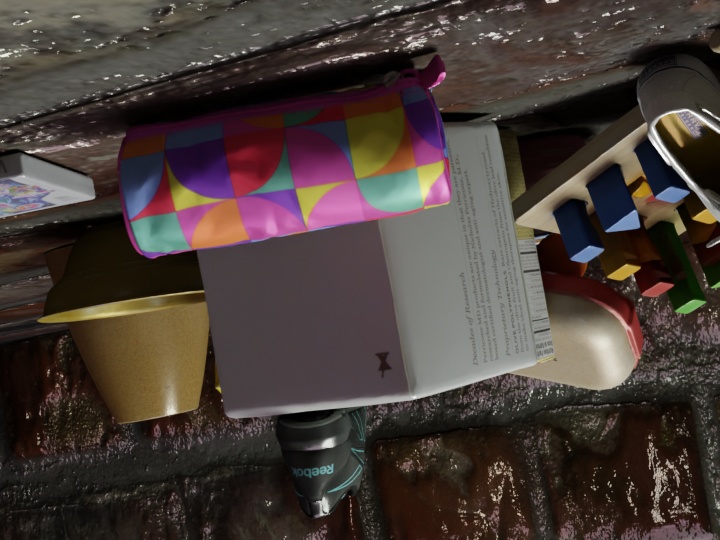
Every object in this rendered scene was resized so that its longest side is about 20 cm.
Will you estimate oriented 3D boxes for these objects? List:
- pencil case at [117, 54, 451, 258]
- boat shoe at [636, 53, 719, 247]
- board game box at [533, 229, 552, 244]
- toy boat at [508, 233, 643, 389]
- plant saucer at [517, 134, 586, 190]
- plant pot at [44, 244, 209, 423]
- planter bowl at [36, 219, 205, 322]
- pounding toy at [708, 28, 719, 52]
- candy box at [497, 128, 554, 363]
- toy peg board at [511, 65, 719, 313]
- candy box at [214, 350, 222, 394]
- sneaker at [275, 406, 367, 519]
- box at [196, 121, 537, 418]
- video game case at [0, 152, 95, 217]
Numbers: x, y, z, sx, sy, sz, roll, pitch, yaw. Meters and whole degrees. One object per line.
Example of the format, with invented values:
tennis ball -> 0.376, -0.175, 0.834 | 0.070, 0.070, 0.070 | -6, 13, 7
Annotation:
pencil case -> -0.043, -0.065, 0.690 | 0.199, 0.089, 0.088 | -13, 177, 3
boat shoe -> 0.264, -0.058, 0.822 | 0.074, 0.202, 0.086 | -27, -147, 32
board game box -> 0.134, -0.041, 1.207 | 0.199, 0.041, 0.199 | -9, 176, -42
toy boat -> 0.171, 0.022, 1.102 | 0.199, 0.131, 0.131 | 10, 148, 30
plant saucer -> 0.148, -0.093, 1.170 | 0.199, 0.051, 0.201 | -12, 178, 0
plant pot -> -0.247, 0.066, 1.335 | 0.185, 0.201, 0.186 | -10, 178, 0
planter bowl -> -0.221, -0.005, 1.161 | 0.199, 0.084, 0.200 | -9, 177, 0
pounding toy -> 0.359, -0.123, 0.788 | 0.199, 0.143, 0.184 | -9, -167, 29
candy box -> 0.091, -0.012, 1.024 | 0.115, 0.201, 0.055 | -11, 178, 31
toy peg board -> 0.267, -0.051, 0.960 | 0.198, 0.098, 0.200 | 8, 144, -41
candy box -> -0.104, 0.028, 1.239 | 0.102, 0.201, 0.026 | -12, 149, 11
sneaker -> -0.032, 0.146, 0.981 | 0.075, 0.080, 0.200 | -7, -178, 8
box -> 0.000, 0.000, 0.923 | 0.198, 0.201, 0.171 | -11, 179, 41
video game case -> -0.294, -0.043, 0.790 | 0.199, 0.018, 0.143 | -11, 177, 5
